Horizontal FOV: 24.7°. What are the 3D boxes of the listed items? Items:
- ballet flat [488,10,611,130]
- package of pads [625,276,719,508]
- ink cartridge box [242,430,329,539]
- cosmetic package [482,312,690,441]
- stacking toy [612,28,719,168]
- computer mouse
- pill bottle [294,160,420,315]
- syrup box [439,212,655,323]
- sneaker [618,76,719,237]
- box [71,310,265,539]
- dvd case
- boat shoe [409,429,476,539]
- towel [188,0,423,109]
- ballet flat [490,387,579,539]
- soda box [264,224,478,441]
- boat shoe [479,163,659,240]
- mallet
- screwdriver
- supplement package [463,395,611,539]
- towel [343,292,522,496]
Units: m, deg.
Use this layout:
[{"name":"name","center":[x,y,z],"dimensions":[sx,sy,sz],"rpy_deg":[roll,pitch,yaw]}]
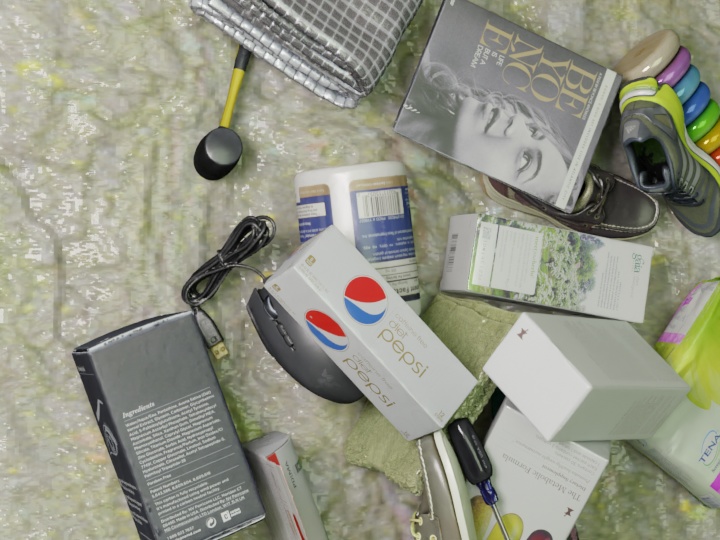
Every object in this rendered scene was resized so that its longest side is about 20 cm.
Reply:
[{"name":"ballet flat","center":[0.178,-0.197,1.664],"dimensions":[0.199,0.064,0.068],"rpy_deg":[30,81,-13]},{"name":"package of pads","center":[0.367,0.123,1.703],"dimensions":[0.154,0.068,0.201],"rpy_deg":[37,78,-12]},{"name":"ink cartridge box","center":[-0.049,0.235,1.512],"dimensions":[0.050,0.200,0.163],"rpy_deg":[-22,94,-16]},{"name":"cosmetic package","center":[0.216,0.102,1.544],"dimensions":[0.199,0.102,0.072],"rpy_deg":[7,124,-52]},{"name":"stacking toy","center":[0.351,-0.151,1.707],"dimensions":[0.085,0.085,0.200],"rpy_deg":[-46,104,-13]},{"name":"computer mouse","center":[-0.088,0.062,1.543],"dimensions":[0.140,0.046,0.201],"rpy_deg":[-36,90,29]},{"name":"pill bottle","center":[0.000,0.000,1.580],"dimensions":[0.110,0.111,0.203],"rpy_deg":[-7,92,-16]},{"name":"syrup box","center":[0.188,-0.001,1.650],"dimensions":[0.198,0.081,0.080],"rpy_deg":[10,86,-18]},{"name":"sneaker","center":[0.310,-0.098,1.663],"dimensions":[0.200,0.073,0.081],"rpy_deg":[50,46,-31]},{"name":"box","center":[-0.179,0.146,1.506],"dimensions":[0.103,0.148,0.202],"rpy_deg":[-20,94,-15]},{"name":"dvd case","center":[0.146,-0.164,1.614],"dimensions":[0.198,0.016,0.150],"rpy_deg":[24,83,-12]},{"name":"boat shoe","center":[0.077,0.246,1.493],"dimensions":[0.060,0.072,0.204],"rpy_deg":[-13,99,9]},{"name":"towel","center":[-0.042,-0.276,1.576],"dimensions":[0.199,0.085,0.167],"rpy_deg":[34,63,-12]},{"name":"ballet flat","center":[0.181,0.193,1.655],"dimensions":[0.071,0.069,0.202],"rpy_deg":[-15,95,-34]},{"name":"soda box","center":[0.010,0.057,1.484],"dimensions":[0.200,0.068,0.064],"rpy_deg":[47,59,-8]},{"name":"boat shoe","center":[0.220,-0.077,1.670],"dimensions":[0.198,0.065,0.073],"rpy_deg":[18,83,-14]},{"name":"mallet","center":[-0.117,-0.187,1.579],"dimensions":[0.041,0.066,0.202],"rpy_deg":[17,83,-13]},{"name":"screwdriver","center":[0.128,0.228,1.499],"dimensions":[0.028,0.029,0.202],"rpy_deg":[-25,89,20]},{"name":"supplement package","center":[0.147,0.227,1.569],"dimensions":[0.113,0.110,0.202],"rpy_deg":[27,103,6]},{"name":"towel","center":[0.072,0.115,1.584],"dimensions":[0.036,0.148,0.201],"rpy_deg":[39,78,-31]}]
